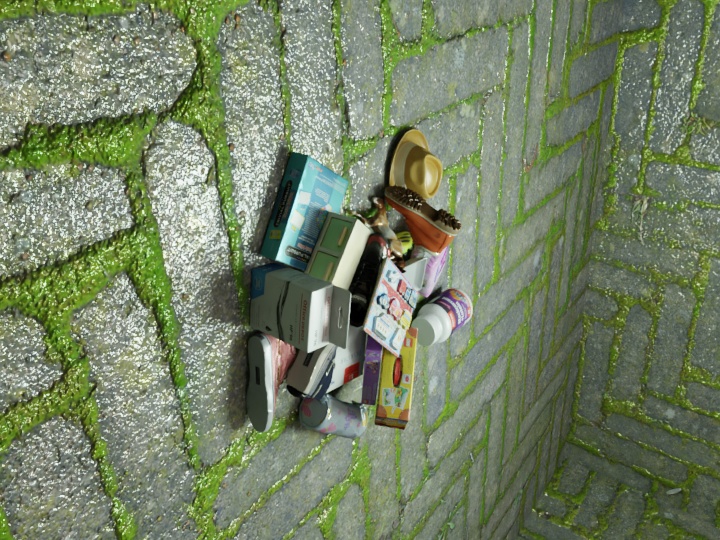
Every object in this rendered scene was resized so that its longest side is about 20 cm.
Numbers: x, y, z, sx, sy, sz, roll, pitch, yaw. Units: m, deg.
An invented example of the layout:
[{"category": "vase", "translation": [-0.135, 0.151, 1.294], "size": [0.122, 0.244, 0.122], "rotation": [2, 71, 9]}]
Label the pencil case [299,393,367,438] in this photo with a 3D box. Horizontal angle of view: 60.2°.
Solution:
[{"category": "pencil case", "translation": [-0.058, 0.336, 1.438], "size": [0.090, 0.084, 0.199], "rotation": [-37, 147, 15]}]

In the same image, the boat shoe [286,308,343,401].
[{"category": "boat shoe", "translation": [-0.077, 0.168, 1.264], "size": [0.204, 0.073, 0.093], "rotation": [-61, 151, -9]}]

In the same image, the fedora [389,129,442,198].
[{"category": "fedora", "translation": [0.145, -0.237, 1.504], "size": [0.199, 0.080, 0.207], "rotation": [-27, 124, -48]}]

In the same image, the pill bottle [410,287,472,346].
[{"category": "pill bottle", "translation": [0.227, 0.135, 1.755], "size": [0.198, 0.109, 0.115], "rotation": [-29, 126, -47]}]

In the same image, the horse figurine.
[{"category": "horse figurine", "translation": [0.050, -0.073, 1.386], "size": [0.050, 0.204, 0.131], "rotation": [-36, 165, 28]}]

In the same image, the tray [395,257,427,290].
[{"category": "tray", "translation": [0.106, 0.022, 1.516], "size": [0.105, 0.023, 0.201], "rotation": [-25, 158, -9]}]

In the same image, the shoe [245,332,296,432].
[{"category": "shoe", "translation": [-0.173, 0.216, 1.235], "size": [0.090, 0.070, 0.207], "rotation": [-15, 113, -48]}]

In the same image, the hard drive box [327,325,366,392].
[{"category": "hard drive box", "translation": [-0.057, 0.147, 1.374], "size": [0.154, 0.075, 0.207], "rotation": [-17, 117, -51]}]

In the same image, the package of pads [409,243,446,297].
[{"category": "package of pads", "translation": [0.174, -0.029, 1.590], "size": [0.123, 0.074, 0.201], "rotation": [-60, 166, -19]}]

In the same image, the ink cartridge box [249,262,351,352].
[{"category": "ink cartridge box", "translation": [-0.114, 0.071, 1.146], "size": [0.067, 0.196, 0.120], "rotation": [-16, 117, -50]}]

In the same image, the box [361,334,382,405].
[{"category": "box", "translation": [0.030, 0.200, 1.460], "size": [0.139, 0.038, 0.204], "rotation": [-82, 177, -46]}]

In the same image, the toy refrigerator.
[{"category": "toy refrigerator", "translation": [-0.059, -0.006, 1.225], "size": [0.070, 0.074, 0.205], "rotation": [35, 75, -56]}]

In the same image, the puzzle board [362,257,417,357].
[{"category": "puzzle board", "translation": [0.069, 0.082, 1.299], "size": [0.200, 0.017, 0.155], "rotation": [44, 60, -57]}]

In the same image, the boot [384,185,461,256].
[{"category": "boot", "translation": [0.128, -0.114, 1.452], "size": [0.108, 0.197, 0.075], "rotation": [-58, 177, 38]}]

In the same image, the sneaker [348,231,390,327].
[{"category": "sneaker", "translation": [0.013, 0.026, 1.261], "size": [0.098, 0.069, 0.207], "rotation": [-51, 158, -73]}]

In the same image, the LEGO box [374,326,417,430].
[{"category": "LEGO box", "translation": [0.081, 0.247, 1.424], "size": [0.150, 0.074, 0.206], "rotation": [90, 7, -69]}]

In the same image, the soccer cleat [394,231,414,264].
[{"category": "soccer cleat", "translation": [0.070, -0.061, 1.487], "size": [0.085, 0.064, 0.200], "rotation": [53, 37, -4]}]

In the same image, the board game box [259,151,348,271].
[{"category": "board game box", "translation": [-0.107, -0.107, 1.219], "size": [0.150, 0.046, 0.206], "rotation": [22, 85, -57]}]
